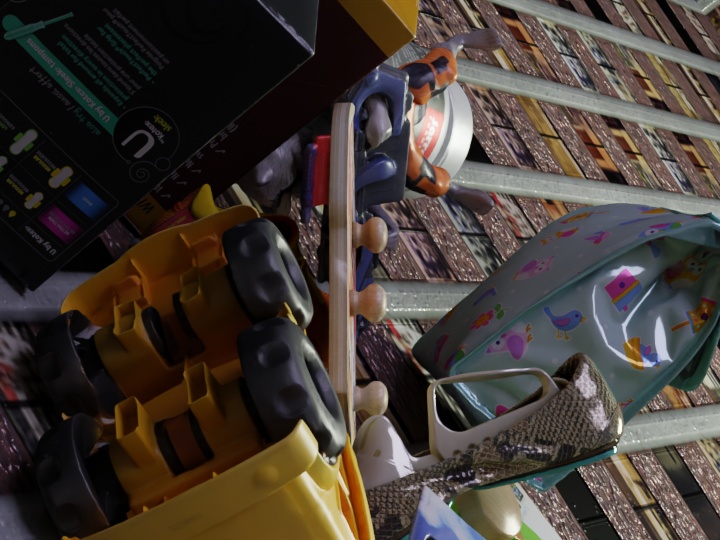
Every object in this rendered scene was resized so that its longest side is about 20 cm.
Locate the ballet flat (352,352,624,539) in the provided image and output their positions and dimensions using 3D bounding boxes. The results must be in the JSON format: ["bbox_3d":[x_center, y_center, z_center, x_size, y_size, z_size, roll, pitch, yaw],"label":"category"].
[{"bbox_3d":[0.044,0.097,1.270,0.076,0.199,0.068,68,-13,-7],"label":"ballet flat"}]

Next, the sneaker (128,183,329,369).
[{"bbox_3d":[-0.050,0.010,1.361,0.200,0.077,0.073,29,29,-59],"label":"sneaker"}]

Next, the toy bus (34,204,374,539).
[{"bbox_3d":[-0.055,0.096,1.152,0.192,0.135,0.201,56,12,-35],"label":"toy bus"}]

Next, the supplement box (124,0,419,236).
[{"bbox_3d":[-0.102,-0.164,1.354,0.197,0.200,0.133,47,19,-17],"label":"supplement box"}]

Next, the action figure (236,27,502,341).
[{"bbox_3d":[-0.002,-0.060,1.479,0.192,0.201,0.104,-10,32,-40],"label":"action figure"}]

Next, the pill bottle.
[{"bbox_3d":[-0.010,-0.114,1.611,0.200,0.114,0.114,18,39,-58],"label":"pill bottle"}]

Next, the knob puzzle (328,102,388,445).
[{"bbox_3d":[0.000,0.000,1.311,0.220,0.030,0.222,-1,90,-88],"label":"knob puzzle"}]

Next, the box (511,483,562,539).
[{"bbox_3d":[0.102,0.195,1.450,0.201,0.041,0.119,54,19,-5],"label":"box"}]

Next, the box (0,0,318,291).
[{"bbox_3d":[-0.132,-0.118,1.208,0.124,0.200,0.149,44,22,-20],"label":"box"}]

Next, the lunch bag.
[{"bbox_3d":[0.146,0.034,1.524,0.122,0.200,0.170,52,-4,-8],"label":"lunch bag"}]

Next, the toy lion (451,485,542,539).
[{"bbox_3d":[0.101,0.233,1.318,0.191,0.068,0.201,40,32,-34],"label":"toy lion"}]

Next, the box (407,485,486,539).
[{"bbox_3d":[0.083,0.210,1.174,0.200,0.048,0.122,41,27,-10],"label":"box"}]
